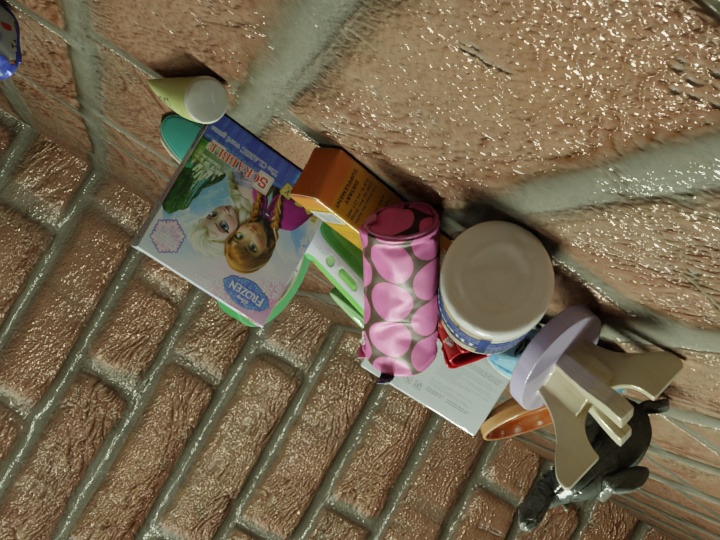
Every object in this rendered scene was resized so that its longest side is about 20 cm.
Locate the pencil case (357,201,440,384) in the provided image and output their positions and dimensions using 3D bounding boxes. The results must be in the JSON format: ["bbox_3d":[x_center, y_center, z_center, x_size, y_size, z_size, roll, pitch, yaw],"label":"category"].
[{"bbox_3d":[0.041,0.022,1.027,0.091,0.091,0.204,8,125,13],"label":"pencil case"}]

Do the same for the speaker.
[{"bbox_3d":[0.000,0.000,1.272,0.200,0.088,0.088,46,180,26],"label":"speaker"}]

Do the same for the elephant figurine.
[{"bbox_3d":[0.295,0.241,1.178,0.139,0.159,0.199,15,-165,20],"label":"elephant figurine"}]

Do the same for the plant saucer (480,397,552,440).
[{"bbox_3d":[0.265,0.195,1.352,0.200,0.196,0.033,52,-162,-69],"label":"plant saucer"}]

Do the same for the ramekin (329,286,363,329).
[{"bbox_3d":[0.054,0.066,1.460,0.199,0.098,0.200,42,175,5],"label":"ramekin"}]

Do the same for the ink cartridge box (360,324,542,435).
[{"bbox_3d":[0.126,0.101,1.310,0.194,0.202,0.043,31,-157,4],"label":"ink cartridge box"}]

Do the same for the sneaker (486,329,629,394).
[{"bbox_3d":[0.243,0.099,1.180,0.196,0.079,0.090,11,150,32],"label":"sneaker"}]

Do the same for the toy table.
[{"bbox_3d":[0.245,0.130,1.014,0.117,0.185,0.199,44,-170,24],"label":"toy table"}]

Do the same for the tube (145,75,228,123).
[{"bbox_3d":[-0.204,-0.202,1.105,0.199,0.051,0.059,27,133,64],"label":"tube"}]

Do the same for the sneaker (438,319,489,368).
[{"bbox_3d":[0.097,0.046,1.161,0.197,0.117,0.079,23,134,-19],"label":"sneaker"}]

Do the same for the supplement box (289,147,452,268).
[{"bbox_3d":[0.017,-0.058,1.068,0.199,0.067,0.068,36,168,-33],"label":"supplement box"}]

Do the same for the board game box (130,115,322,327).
[{"bbox_3d":[-0.160,-0.065,1.208,0.198,0.202,0.041,33,171,-22],"label":"board game box"}]

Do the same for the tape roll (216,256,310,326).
[{"bbox_3d":[-0.150,-0.011,1.496,0.048,0.203,0.201,26,171,23],"label":"tape roll"}]

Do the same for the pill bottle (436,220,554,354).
[{"bbox_3d":[0.133,0.026,0.965,0.110,0.112,0.200,29,172,9],"label":"pill bottle"}]

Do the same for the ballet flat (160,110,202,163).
[{"bbox_3d":[-0.200,-0.154,1.320,0.198,0.068,0.062,34,-179,-15],"label":"ballet flat"}]

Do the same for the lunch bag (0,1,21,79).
[{"bbox_3d":[-0.576,-0.356,1.299,0.199,0.125,0.170,35,176,39],"label":"lunch bag"}]
